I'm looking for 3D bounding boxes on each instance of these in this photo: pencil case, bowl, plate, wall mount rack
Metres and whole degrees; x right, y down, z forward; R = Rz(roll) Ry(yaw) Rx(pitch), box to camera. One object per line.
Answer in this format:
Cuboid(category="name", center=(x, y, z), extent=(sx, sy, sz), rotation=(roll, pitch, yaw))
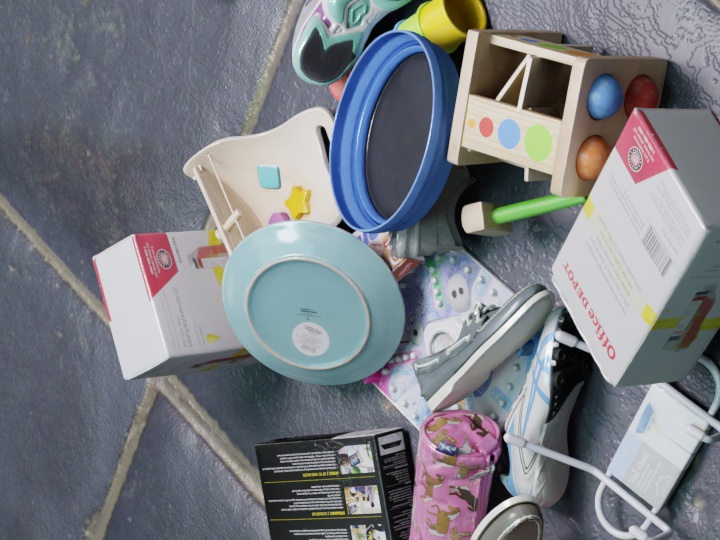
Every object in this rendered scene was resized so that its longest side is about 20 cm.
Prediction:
Cuboid(category="pencil case", center=(0.092, 0.240, 1.715), extent=(0.087, 0.083, 0.200), rotation=(-91, 5, -62))
Cuboid(category="bowl", center=(0.034, -0.133, 1.672), extent=(0.201, 0.039, 0.201), rotation=(-28, 57, 55))
Cuboid(category="plate", center=(-0.053, 0.041, 1.784), extent=(0.200, 0.026, 0.201), rotation=(7, 120, 12))
Cuboid(category="wall mount rack", center=(0.237, 0.150, 1.571), extent=(0.174, 0.074, 0.200), rotation=(37, 114, 29))

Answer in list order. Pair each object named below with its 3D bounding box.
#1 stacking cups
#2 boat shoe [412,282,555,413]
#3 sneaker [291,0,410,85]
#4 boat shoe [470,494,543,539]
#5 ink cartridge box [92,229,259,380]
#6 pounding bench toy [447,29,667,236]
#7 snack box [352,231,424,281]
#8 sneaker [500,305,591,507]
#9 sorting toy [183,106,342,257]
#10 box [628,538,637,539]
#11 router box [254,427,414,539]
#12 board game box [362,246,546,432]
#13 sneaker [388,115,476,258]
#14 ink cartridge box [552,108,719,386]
Cuboid(category="stacking cups", center=(0.042, -0.221, 1.752), extent=(0.200, 0.060, 0.061), rotation=(-30, 73, 44))
Cuboid(category="boat shoe", center=(0.113, 0.064, 1.665), extent=(0.062, 0.073, 0.200), rotation=(58, 136, 19))
Cuboid(category="sneaker", center=(-0.009, -0.289, 1.789), extent=(0.200, 0.078, 0.140), rotation=(-47, 20, 5))
Cuboid(category="boat shoe", center=(0.136, 0.303, 1.665), extent=(0.060, 0.072, 0.202), rotation=(-112, 33, -47))
Cuboid(category="ink cartridge box", center=(-0.181, 0.034, 1.908), extent=(0.083, 0.200, 0.145), rotation=(-28, 75, 40))
Cuboid(category="pounding bench toy", center=(0.180, -0.109, 1.576), extent=(0.156, 0.124, 0.200), rotation=(23, 111, 41))
Cuboid(category="snack box", center=(0.000, 0.000, 1.820), extent=(0.200, 0.024, 0.072), rotation=(-41, 53, 48))
Cuboid(category="sneaker", center=(0.173, 0.128, 1.648), extent=(0.072, 0.072, 0.201), rotation=(19, 107, 37))
Cuboid(category="sorting toy", center=(-0.075, -0.080, 1.867), extent=(0.180, 0.107, 0.200), rotation=(-42, 57, 28))
Cuboid(category="box", center=(0.173, 0.350, 1.580), extent=(0.176, 0.200, 0.097), rotation=(-52, 59, 36))
Cuboid(category="router box", center=(-0.025, 0.254, 1.877), extent=(0.200, 0.051, 0.150), rotation=(-10, 89, 46))
Cuboid(category="board game box", center=(0.086, 0.082, 1.764), extent=(0.200, 0.026, 0.200), rotation=(44, 124, 33))
Cuboid(category="sneaker", center=(0.076, -0.106, 1.732), extent=(0.075, 0.082, 0.201), rotation=(147, 129, -78))
Cuboid(category="ink cartridge box", center=(0.258, -0.018, 1.477), extent=(0.200, 0.083, 0.145), rotation=(113, 144, -43))
